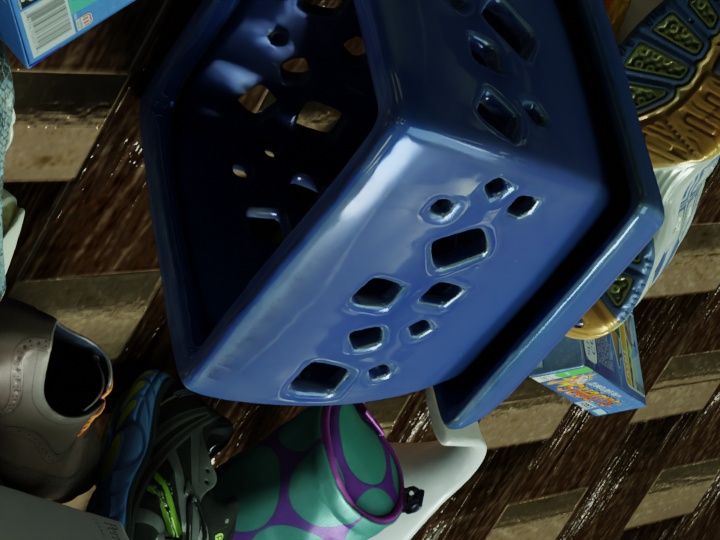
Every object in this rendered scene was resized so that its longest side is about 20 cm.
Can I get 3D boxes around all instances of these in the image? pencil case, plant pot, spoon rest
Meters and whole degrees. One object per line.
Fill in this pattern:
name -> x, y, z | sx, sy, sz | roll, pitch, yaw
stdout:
pencil case -> -0.066, 0.146, 1.681 | 0.199, 0.085, 0.092 | -32, -168, 27
plant pot -> 0.023, -0.053, 1.393 | 0.179, 0.201, 0.200 | 16, 132, -29
spoon rest -> 0.010, 0.129, 1.735 | 0.060, 0.100, 0.200 | 7, 148, -37

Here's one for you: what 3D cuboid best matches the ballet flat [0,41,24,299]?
ballet flat -> -0.180, -0.032, 1.346 | 0.074, 0.074, 0.201 | -34, 153, -30

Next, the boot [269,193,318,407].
boot -> 0.000, 0.000, 1.697 | 0.139, 0.077, 0.200 | -56, 168, -19

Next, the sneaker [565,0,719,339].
sneaker -> 0.148, -0.061, 1.509 | 0.201, 0.075, 0.088 | -59, 170, 8

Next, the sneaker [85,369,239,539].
sneaker -> -0.106, 0.138, 1.582 | 0.071, 0.082, 0.200 | -54, -163, 42

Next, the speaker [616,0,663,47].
speaker -> 0.155, -0.139, 1.613 | 0.200, 0.081, 0.082 | -88, -161, -57

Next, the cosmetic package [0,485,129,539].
cosmetic package -> -0.202, 0.156, 1.428 | 0.199, 0.108, 0.085 | 19, 112, -33

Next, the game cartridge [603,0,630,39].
game cartridge -> 0.084, -0.084, 1.584 | 0.200, 0.032, 0.177 | -112, -138, -78

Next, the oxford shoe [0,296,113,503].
oxford shoe -> -0.157, 0.072, 1.495 | 0.200, 0.072, 0.072 | 60, 34, -64

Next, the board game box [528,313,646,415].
board game box -> 0.120, -0.026, 1.729 | 0.034, 0.201, 0.135 | -12, 163, 18

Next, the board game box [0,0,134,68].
board game box -> -0.085, -0.196, 1.262 | 0.199, 0.045, 0.152 | -33, 147, -16
